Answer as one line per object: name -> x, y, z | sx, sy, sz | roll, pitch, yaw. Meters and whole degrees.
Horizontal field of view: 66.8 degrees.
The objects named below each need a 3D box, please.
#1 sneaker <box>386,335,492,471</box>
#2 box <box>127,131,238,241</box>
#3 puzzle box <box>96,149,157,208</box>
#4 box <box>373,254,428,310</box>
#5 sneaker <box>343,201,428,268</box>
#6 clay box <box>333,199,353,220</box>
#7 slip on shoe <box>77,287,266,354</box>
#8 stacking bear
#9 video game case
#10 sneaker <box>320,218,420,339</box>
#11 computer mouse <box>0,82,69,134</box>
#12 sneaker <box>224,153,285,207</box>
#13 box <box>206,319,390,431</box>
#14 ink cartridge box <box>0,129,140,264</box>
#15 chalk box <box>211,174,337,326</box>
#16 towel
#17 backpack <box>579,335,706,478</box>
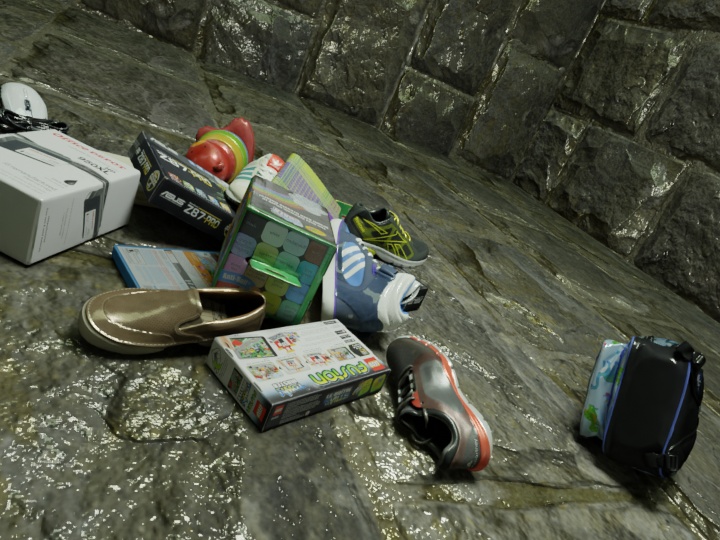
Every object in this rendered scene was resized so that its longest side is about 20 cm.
sneaker -> 0.073, 0.149, 0.646 | 0.080, 0.079, 0.200 | 2, 30, -33
box -> -0.247, -0.114, 0.841 | 0.199, 0.049, 0.161 | 32, 12, -45
puzzle box -> -0.372, -0.148, 0.894 | 0.197, 0.026, 0.133 | 10, 28, -37
box -> 0.000, 0.000, 0.950 | 0.199, 0.045, 0.159 | 38, 25, 30
sneaker -> 0.053, -0.063, 0.977 | 0.196, 0.086, 0.075 | 11, 24, -34
clay box -> -0.036, -0.112, 1.114 | 0.113, 0.049, 0.200 | 17, 3, -21
slip on shoe -> -0.189, 0.045, 0.581 | 0.197, 0.061, 0.077 | 12, 42, -39
stacking bear -> -0.272, -0.211, 1.034 | 0.118, 0.116, 0.201 | -12, 21, 6
video game case -> -0.205, 0.016, 0.715 | 0.197, 0.018, 0.143 | 4, 30, -45
sneaker -> 0.016, 0.007, 0.818 | 0.142, 0.082, 0.203 | 4, 45, -3
computer mouse -> -0.588, -0.289, 0.953 | 0.108, 0.045, 0.200 | 1, 32, -46
sneaker -> -0.166, -0.149, 0.897 | 0.070, 0.094, 0.200 | 39, 9, -20
box -> -0.064, 0.110, 0.628 | 0.110, 0.035, 0.198 | 39, 25, 31
ink cartridge box -> -0.394, -0.101, 0.677 | 0.142, 0.086, 0.200 | 26, 20, 0
chalk box -> -0.111, -0.020, 0.702 | 0.122, 0.126, 0.201 | 24, 19, -16
towel -> -0.096, -0.096, 0.884 | 0.144, 0.022, 0.202 | 51, 31, -24
backpack -> 0.417, 0.187, 0.802 | 0.145, 0.188, 0.198 | 15, 0, 40
